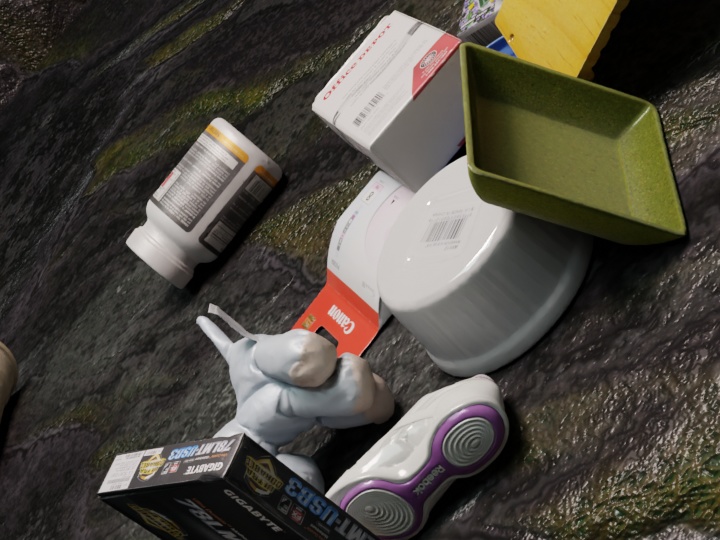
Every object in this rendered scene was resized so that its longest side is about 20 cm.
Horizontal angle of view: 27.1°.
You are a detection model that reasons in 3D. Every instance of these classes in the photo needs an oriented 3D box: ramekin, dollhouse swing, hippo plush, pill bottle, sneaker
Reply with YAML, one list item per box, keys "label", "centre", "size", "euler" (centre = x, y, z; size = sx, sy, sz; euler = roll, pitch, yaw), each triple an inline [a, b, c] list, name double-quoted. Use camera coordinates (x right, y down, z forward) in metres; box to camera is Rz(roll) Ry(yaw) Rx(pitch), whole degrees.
- label: "ramekin"
  centre: [0.106, -0.014, 1.363]
  size: [0.200, 0.098, 0.202]
  euler: [-36, 30, 25]
- label: "dollhouse swing"
  centre: [0.255, -0.285, 1.436]
  size: [0.183, 0.174, 0.201]
  euler: [62, 142, 35]
- label: "hippo plush"
  centre: [-0.079, 0.143, 1.374]
  size: [0.162, 0.198, 0.159]
  euler: [-67, 9, -15]
- label: "pill bottle"
  centre: [-0.200, -0.084, 1.899]
  size: [0.201, 0.116, 0.116]
  euler: [-50, 27, 0]
- label: "sneaker"
  centre: [0.049, 0.164, 1.282]
  size: [0.199, 0.075, 0.100]
  euler: [-37, 15, 18]

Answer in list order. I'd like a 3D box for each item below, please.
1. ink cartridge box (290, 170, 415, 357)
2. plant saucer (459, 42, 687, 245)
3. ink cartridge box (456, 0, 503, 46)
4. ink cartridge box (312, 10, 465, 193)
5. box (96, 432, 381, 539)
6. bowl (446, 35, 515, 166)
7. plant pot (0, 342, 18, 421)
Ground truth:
- label: "ink cartridge box"
  centre: [0.000, 0.000, 1.565]
  size: [0.200, 0.057, 0.162]
  euler: [-47, 27, -2]
- label: "plant saucer"
  centre: [0.172, -0.101, 1.301]
  size: [0.201, 0.197, 0.048]
  euler: [-88, 19, -50]
- label: "ink cartridge box"
  centre: [0.178, -0.342, 1.711]
  size: [0.108, 0.050, 0.202]
  euler: [-26, 37, 39]
- label: "ink cartridge box"
  centre: [0.048, -0.182, 1.590]
  size: [0.147, 0.083, 0.200]
  euler: [-49, 26, 1]
- label: "box"
  centre: [-0.095, 0.217, 1.274]
  size: [0.197, 0.200, 0.050]
  euler: [-12, 45, 49]
- label: "bowl"
  centre: [0.143, -0.165, 1.558]
  size: [0.200, 0.039, 0.202]
  euler: [-37, 30, 25]
- label: "plant pot"
  centre: [-0.573, 0.210, 2.056]
  size: [0.200, 0.200, 0.185]
  euler: [-36, 42, 25]
